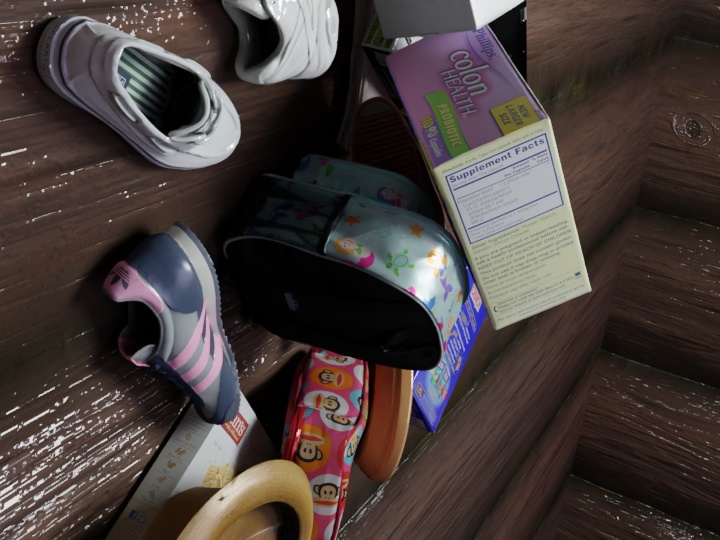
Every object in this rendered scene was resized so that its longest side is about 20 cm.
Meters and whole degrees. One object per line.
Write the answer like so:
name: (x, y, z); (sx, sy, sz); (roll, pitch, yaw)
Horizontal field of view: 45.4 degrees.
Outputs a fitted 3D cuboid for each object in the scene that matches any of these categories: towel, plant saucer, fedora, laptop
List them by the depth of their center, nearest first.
fedora: (-0.122, 0.238, 0.721); (0.200, 0.081, 0.203); (-33, 132, -46)
towel: (0.044, -0.229, 0.908); (0.199, 0.032, 0.194); (-26, 130, -57)
laptop: (0.127, -0.232, 0.946); (0.198, 0.116, 0.189); (-30, 140, -13)
plant saucer: (0.015, 0.136, 0.980); (0.200, 0.037, 0.203); (-173, -90, -77)

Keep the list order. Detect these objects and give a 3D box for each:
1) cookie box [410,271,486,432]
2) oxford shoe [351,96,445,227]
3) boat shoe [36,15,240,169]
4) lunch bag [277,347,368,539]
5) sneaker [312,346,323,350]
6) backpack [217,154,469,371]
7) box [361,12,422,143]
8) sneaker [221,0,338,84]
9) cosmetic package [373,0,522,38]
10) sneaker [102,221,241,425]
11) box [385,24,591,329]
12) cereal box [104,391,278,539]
cookie box: (0.097, 0.094, 1.184); (0.202, 0.074, 0.172); (-62, 153, -21)
oxford shoe: (0.042, -0.079, 0.869); (0.075, 0.069, 0.203); (-50, 128, -61)
boat shoe: (-0.129, -0.108, 0.586); (0.199, 0.066, 0.075); (12, 96, -65)
lunch bag: (-0.042, 0.193, 0.885); (0.200, 0.081, 0.179); (-77, 176, -69)
sneaker: (0.000, -0.003, 0.919); (0.202, 0.075, 0.079); (-65, 157, -15)
backpack: (0.000, 0.000, 0.770); (0.152, 0.198, 0.178); (-58, 151, -26)
box: (0.068, -0.219, 0.887); (0.111, 0.034, 0.200); (-66, 154, -11)
sneaker: (-0.061, -0.230, 0.639); (0.099, 0.077, 0.202); (-37, 138, -46)
cosmetic package: (0.053, -0.302, 0.709); (0.081, 0.112, 0.202); (-39, 124, -33)
sneaker: (-0.149, 0.059, 0.676); (0.082, 0.070, 0.202); (-33, 135, -29)
box: (0.113, -0.085, 0.762); (0.177, 0.096, 0.201); (-106, 172, -47)
cereal box: (-0.154, 0.216, 0.784); (0.201, 0.039, 0.145); (-59, 153, -26)
